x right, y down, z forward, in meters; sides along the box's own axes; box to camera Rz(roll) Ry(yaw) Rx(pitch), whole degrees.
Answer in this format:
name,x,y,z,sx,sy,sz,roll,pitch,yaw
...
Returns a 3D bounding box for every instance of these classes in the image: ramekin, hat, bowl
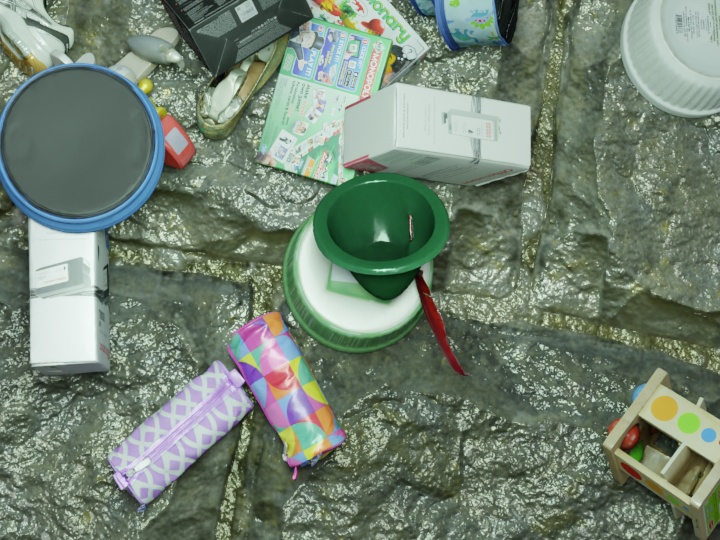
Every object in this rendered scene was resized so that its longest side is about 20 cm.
name,x,y,z,sx,sy,sz,roll,pitch,yaw
ramekin,0.459,-0.316,1.634,0.197,0.105,0.203,1,81,-5
hat,0.032,0.011,1.486,0.163,0.178,0.201,-9,45,-4
bowl,-0.328,-0.147,1.420,0.197,0.039,0.204,1,80,-6
ramekin,0.000,0.000,1.543,0.197,0.098,0.203,1,81,-5

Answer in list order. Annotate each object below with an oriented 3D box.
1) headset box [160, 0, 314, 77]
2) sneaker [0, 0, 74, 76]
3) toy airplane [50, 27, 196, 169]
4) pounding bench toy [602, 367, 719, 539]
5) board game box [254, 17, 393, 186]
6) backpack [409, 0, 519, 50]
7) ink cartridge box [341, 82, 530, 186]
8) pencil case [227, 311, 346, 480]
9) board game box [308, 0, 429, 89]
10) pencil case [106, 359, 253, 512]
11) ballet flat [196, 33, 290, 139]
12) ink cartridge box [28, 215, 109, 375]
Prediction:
name,x,y,z,sx,sy,sz,roll,pitch,yaw
headset box,-0.167,-0.345,1.545,0.148,0.200,0.078,-32,126,-6
sneaker,-0.453,-0.347,1.578,0.088,0.076,0.200,-41,92,-24
toy airplane,-0.311,-0.219,1.526,0.196,0.141,0.203,-4,69,-13
pounding bench toy,0.402,0.242,1.538,0.155,0.201,0.125,32,75,32
board game box,-0.047,-0.219,1.583,0.133,0.029,0.203,16,91,4
backpack,0.136,-0.392,1.583,0.145,0.183,0.203,-2,84,18
ink cartridge box,0.095,-0.166,1.525,0.197,0.146,0.084,5,82,-27
pencil case,-0.093,0.152,1.520,0.088,0.088,0.202,-27,83,-9
board game box,-0.019,-0.326,1.625,0.126,0.035,0.200,-41,87,-9
pencil case,-0.223,0.199,1.498,0.200,0.086,0.084,-43,76,-11
ballet flat,-0.151,-0.261,1.571,0.070,0.071,0.202,31,90,0
ink cartridge box,-0.353,0.021,1.483,0.083,0.145,0.203,-2,82,-6
